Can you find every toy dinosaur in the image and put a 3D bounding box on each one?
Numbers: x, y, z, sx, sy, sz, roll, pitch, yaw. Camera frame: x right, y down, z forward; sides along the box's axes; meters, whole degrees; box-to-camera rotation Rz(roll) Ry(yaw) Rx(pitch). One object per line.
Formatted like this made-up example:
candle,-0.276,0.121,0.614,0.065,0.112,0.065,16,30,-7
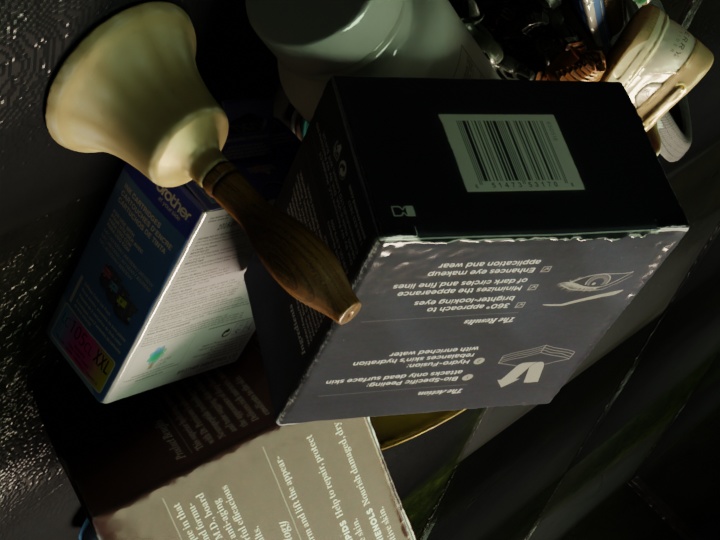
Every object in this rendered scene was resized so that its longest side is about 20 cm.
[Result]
toy dinosaur,0.120,-0.162,1.003,0.102,0.136,0.199,-53,-155,-23

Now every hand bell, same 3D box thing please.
hand bell,-0.072,-0.043,0.783,0.104,0.200,0.104,-37,158,-18

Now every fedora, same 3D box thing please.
fedora,0.196,-0.166,1.155,0.090,0.201,0.177,-20,134,22

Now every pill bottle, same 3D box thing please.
pill bottle,0.013,-0.125,0.889,0.114,0.114,0.200,-45,146,1

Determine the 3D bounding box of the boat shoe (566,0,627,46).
boat shoe,0.163,-0.225,0.960,0.072,0.073,0.200,-27,150,3

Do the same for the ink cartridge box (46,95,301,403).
ink cartridge box,-0.103,-0.020,0.940,0.136,0.076,0.201,-16,146,-52

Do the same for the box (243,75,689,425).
box,0.053,-0.009,0.868,0.195,0.118,0.200,-2,145,-24

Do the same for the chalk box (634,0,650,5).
chalk box,0.108,-0.224,0.748,0.123,0.201,0.125,-1,138,-24

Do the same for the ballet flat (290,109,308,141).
ballet flat,0.034,-0.098,1.047,0.198,0.070,0.070,-1,139,-24

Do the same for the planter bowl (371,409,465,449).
planter bowl,0.038,0.070,1.221,0.199,0.084,0.200,-28,-171,5

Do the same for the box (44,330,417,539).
box,-0.092,0.159,1.035,0.199,0.166,0.165,-26,116,-13

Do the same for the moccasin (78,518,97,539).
moccasin,-0.156,0.208,1.270,0.199,0.068,0.081,-20,147,-49

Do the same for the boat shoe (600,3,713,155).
boat shoe,0.186,-0.101,1.036,0.074,0.069,0.200,-63,-179,-35
